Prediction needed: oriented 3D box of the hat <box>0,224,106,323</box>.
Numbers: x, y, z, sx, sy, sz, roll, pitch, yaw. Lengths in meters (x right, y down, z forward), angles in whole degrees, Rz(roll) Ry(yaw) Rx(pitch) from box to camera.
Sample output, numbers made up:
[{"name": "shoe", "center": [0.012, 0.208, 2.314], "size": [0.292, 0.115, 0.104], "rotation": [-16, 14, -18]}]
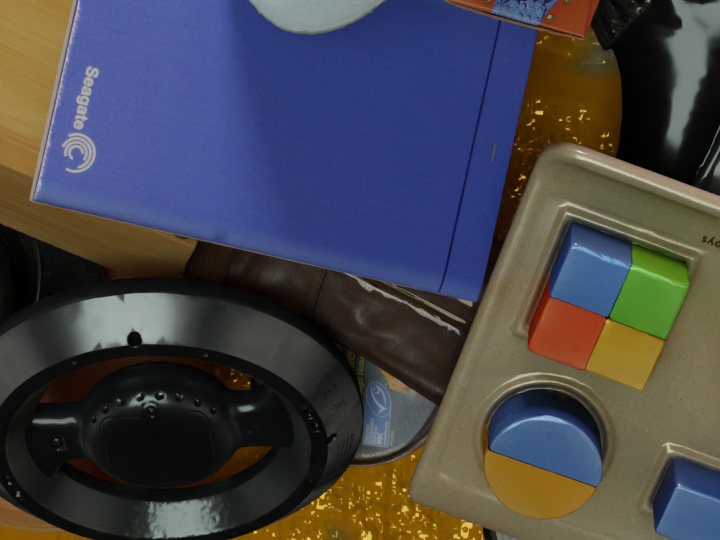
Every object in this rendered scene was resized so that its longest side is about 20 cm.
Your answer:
[{"name": "hat", "center": [-0.219, 0.012, 0.800], "size": [0.199, 0.081, 0.202], "rotation": [-2, 125, -2]}]

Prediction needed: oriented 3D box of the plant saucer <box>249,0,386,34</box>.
[{"name": "plant saucer", "center": [0.011, -0.186, 0.634], "size": [0.038, 0.201, 0.202], "rotation": [9, 113, -34]}]

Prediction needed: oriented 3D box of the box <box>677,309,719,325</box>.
[{"name": "box", "center": [0.208, 0.052, 0.788], "size": [0.198, 0.033, 0.122], "rotation": [8, 144, 4]}]

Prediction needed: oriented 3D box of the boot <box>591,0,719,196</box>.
[{"name": "boot", "center": [0.116, -0.112, 0.772], "size": [0.157, 0.079, 0.212], "rotation": [25, 106, 1]}]

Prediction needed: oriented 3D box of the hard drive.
[{"name": "hard drive", "center": [-0.030, -0.072, 0.719], "size": [0.198, 0.025, 0.133], "rotation": [13, 90, -16]}]

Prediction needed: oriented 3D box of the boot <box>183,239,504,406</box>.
[{"name": "boot", "center": [0.037, -0.028, 0.783], "size": [0.199, 0.064, 0.187], "rotation": [26, 115, 3]}]

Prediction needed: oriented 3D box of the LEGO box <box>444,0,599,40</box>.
[{"name": "LEGO box", "center": [0.041, -0.205, 0.696], "size": [0.077, 0.200, 0.150], "rotation": [9, 112, -34]}]

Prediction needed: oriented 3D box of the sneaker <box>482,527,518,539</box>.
[{"name": "sneaker", "center": [0.114, 0.173, 0.812], "size": [0.090, 0.201, 0.078], "rotation": [-7, 147, -2]}]

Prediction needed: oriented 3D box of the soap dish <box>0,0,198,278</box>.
[{"name": "soap dish", "center": [-0.138, -0.099, 0.750], "size": [0.199, 0.081, 0.158], "rotation": [24, 79, -29]}]

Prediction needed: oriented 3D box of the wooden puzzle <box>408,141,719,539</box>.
[{"name": "wooden puzzle", "center": [0.134, 0.062, 0.734], "size": [0.184, 0.046, 0.201], "rotation": [19, 117, -1]}]

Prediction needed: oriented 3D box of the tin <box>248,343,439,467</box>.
[{"name": "tin", "center": [0.000, 0.000, 0.848], "size": [0.111, 0.042, 0.202], "rotation": [6, 107, 5]}]

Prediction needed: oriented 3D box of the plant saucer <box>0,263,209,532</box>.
[{"name": "plant saucer", "center": [-0.181, 0.052, 0.897], "size": [0.198, 0.037, 0.202], "rotation": [3, 106, 10]}]

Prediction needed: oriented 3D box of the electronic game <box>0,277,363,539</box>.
[{"name": "electronic game", "center": [-0.097, 0.074, 0.815], "size": [0.198, 0.042, 0.201], "rotation": [-2, 137, -2]}]
